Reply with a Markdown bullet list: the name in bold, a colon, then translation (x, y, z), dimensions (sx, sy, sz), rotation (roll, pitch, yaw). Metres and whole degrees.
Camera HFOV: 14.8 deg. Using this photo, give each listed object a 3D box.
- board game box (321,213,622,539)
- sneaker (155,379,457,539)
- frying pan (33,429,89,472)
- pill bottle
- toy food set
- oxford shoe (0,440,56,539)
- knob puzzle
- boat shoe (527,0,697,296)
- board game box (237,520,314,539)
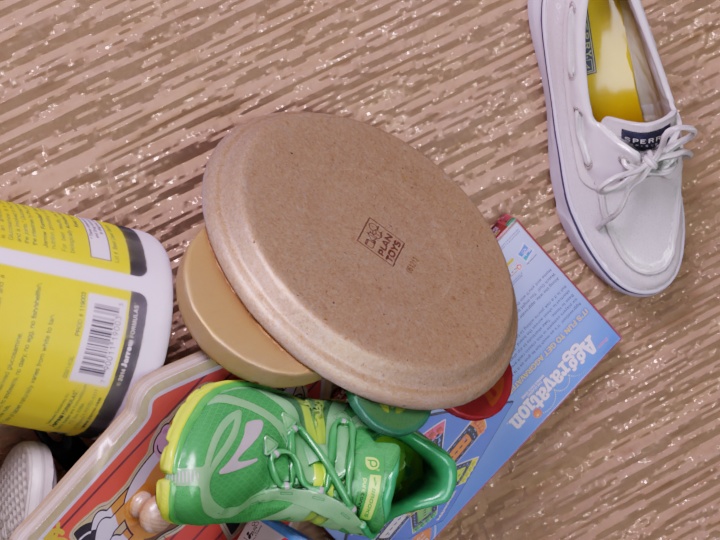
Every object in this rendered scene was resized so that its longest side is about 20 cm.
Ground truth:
- **board game box**: translation (0.048, 0.075, 1.568), dimensions (0.200, 0.019, 0.103), rotation (-46, 112, -8)
- **sneaker**: translation (-0.024, 0.096, 1.408), dimensions (0.200, 0.083, 0.074), rotation (-1, 99, -50)
- **frying pan**: translation (-0.127, 0.157, 1.505), dimensions (0.190, 0.031, 0.115), rotation (28, 87, -24)
- **pill bottle**: translation (-0.205, 0.016, 1.401), dimensions (0.200, 0.112, 0.113), rotation (13, 96, -24)
- **toy food set**: translation (0.000, 0.000, 1.460), dimensions (0.198, 0.200, 0.049), rotation (26, 131, -18)
- **oxford shoe**: translation (-0.168, 0.183, 1.473), dimensions (0.058, 0.075, 0.200), rotation (-3, 109, -17)
- **knob puzzle**: translation (-0.076, 0.121, 1.445), dimensions (0.220, 0.030, 0.220), rotation (-30, 134, -38)
- **boat shoe**: translation (0.152, -0.075, 1.542), dimensions (0.075, 0.086, 0.202), rotation (-17, 107, -18)
- **board game box**: translation (-0.022, 0.257, 1.472), dimensions (0.200, 0.056, 0.196), rotation (33, 85, -34)
